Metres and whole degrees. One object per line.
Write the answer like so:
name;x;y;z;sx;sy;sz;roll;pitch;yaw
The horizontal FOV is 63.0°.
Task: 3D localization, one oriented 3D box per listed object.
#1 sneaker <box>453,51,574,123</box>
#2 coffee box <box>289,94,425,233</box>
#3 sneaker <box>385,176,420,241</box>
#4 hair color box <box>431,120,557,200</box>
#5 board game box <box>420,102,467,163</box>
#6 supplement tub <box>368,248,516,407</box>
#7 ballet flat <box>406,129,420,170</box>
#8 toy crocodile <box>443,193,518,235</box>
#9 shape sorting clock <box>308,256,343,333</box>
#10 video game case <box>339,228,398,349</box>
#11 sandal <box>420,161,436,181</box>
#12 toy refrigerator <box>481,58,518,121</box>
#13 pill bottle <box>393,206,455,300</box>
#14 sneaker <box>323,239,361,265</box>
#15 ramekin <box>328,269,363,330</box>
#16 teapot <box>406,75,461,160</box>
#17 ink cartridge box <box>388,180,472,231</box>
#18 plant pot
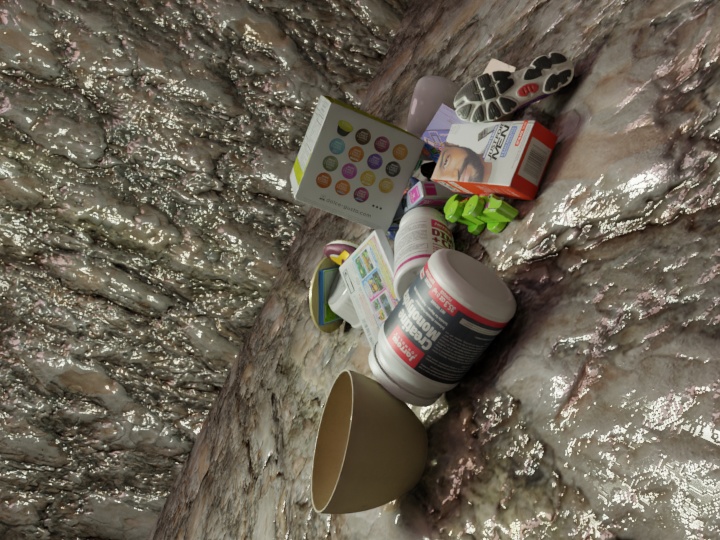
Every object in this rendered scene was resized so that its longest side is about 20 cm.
sneaker;0.259;-0.294;0.992;0.083;0.199;0.081;24;-128;-78
coffee box;-0.016;-0.224;1.199;0.200;0.199;0.198;-114;45;-68
sneaker;0.101;-0.154;1.413;0.075;0.078;0.201;-43;25;51
hair color box;0.217;-0.186;0.983;0.200;0.064;0.111;19;88;59
board game box;0.196;-0.228;1.103;0.200;0.019;0.103;44;108;36
supplement tub;0.113;0.083;0.845;0.200;0.140;0.140;-57;16;24
ballet flat;0.158;-0.368;1.587;0.201;0.075;0.068;-62;14;5
toy crocodile;0.202;-0.103;1.003;0.062;0.067;0.200;-65;14;-5
shape sorting clock;-0.076;0.059;1.500;0.039;0.200;0.201;5;62;31
video game case;0.035;0.046;1.170;0.182;0.024;0.201;-44;64;55
sandal;0.171;-0.213;1.296;0.200;0.081;0.055;-81;-18;-78
toy refrigerator;0.239;-0.298;1.143;0.070;0.076;0.200;40;108;37
pill bottle;0.117;-0.027;1.074;0.113;0.113;0.200;-54;18;32
sneaker;0.000;0.000;1.286;0.075;0.199;0.090;70;-139;-63
ramekin;0.000;0.032;1.413;0.203;0.094;0.203;-56;16;25
teapot;0.188;-0.329;1.300;0.197;0.145;0.201;7;-85;-78
ink cartridge box;0.125;-0.123;1.204;0.200;0.119;0.042;-35;62;59
plant pot;0.020;0.256;0.855;0.200;0.134;0.201;-166;90;-78
